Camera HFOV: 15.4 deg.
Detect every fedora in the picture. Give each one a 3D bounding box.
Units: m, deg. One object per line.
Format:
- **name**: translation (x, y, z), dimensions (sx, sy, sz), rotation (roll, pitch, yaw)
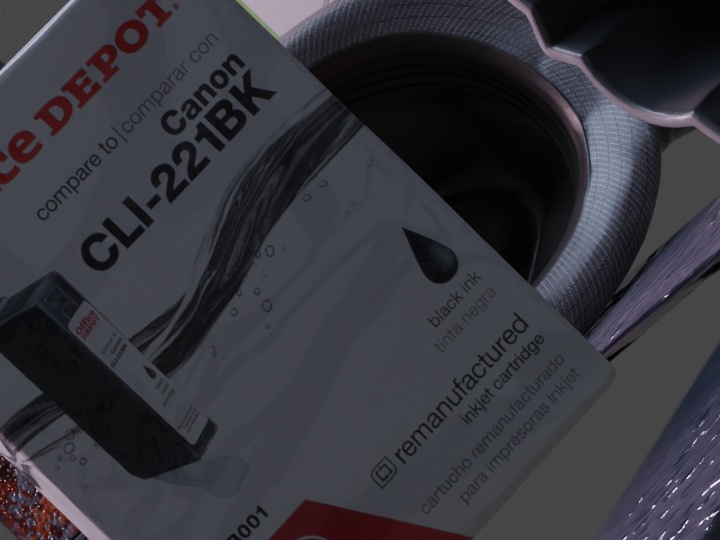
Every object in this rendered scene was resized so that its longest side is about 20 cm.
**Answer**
- **fedora**: translation (0.020, -0.009, 1.006), dimensions (0.200, 0.176, 0.090), rotation (-53, -24, -23)

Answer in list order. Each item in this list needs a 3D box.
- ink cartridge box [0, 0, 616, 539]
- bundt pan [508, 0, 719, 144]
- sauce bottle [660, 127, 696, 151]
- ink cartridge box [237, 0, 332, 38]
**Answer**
- **ink cartridge box**: translation (-0.046, 0.016, 0.817), dimensions (0.144, 0.200, 0.084), rotation (-47, 2, -11)
- **bundt pan**: translation (0.116, -0.145, 0.849), dimensions (0.076, 0.202, 0.202), rotation (-35, -4, -36)
- **sauce bottle**: translation (0.142, -0.101, 1.092), dimensions (0.200, 0.066, 0.066), rotation (-47, 2, -25)
- **ink cartridge box**: translation (0.028, -0.119, 1.240), dimensions (0.084, 0.199, 0.146), rotation (-33, -45, -79)
